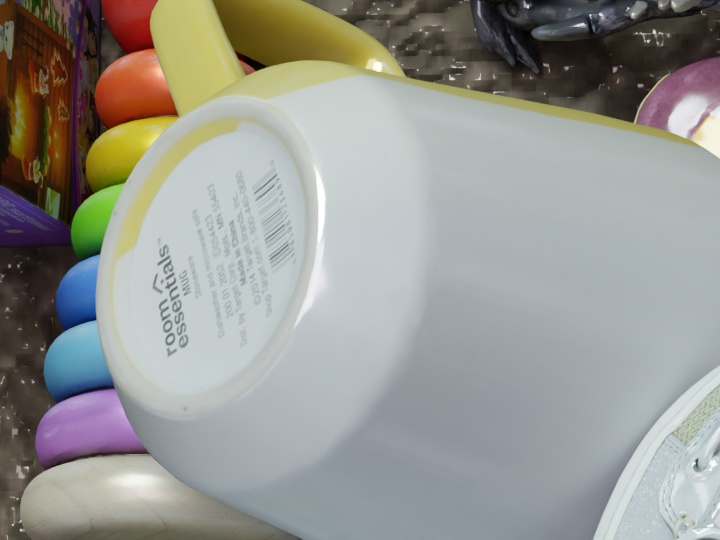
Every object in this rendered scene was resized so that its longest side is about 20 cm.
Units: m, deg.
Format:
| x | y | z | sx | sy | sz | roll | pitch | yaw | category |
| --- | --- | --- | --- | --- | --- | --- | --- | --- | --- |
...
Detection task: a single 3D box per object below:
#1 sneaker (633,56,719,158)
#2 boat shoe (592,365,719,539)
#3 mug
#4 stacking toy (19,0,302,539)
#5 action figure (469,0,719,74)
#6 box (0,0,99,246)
| x | y | z | sx | sy | sz | roll | pitch | yaw | category |
| --- | --- | --- | --- | --- | --- | --- | --- | --- | --- |
| 0.164 | -0.005 | 0.822 | 0.200 | 0.090 | 0.075 | 32 | 87 | 13 | sneaker |
| 0.126 | 0.044 | 0.726 | 0.074 | 0.065 | 0.202 | 43 | 80 | -10 | boat shoe |
| 0.000 | 0.009 | 0.789 | 0.186 | 0.153 | 0.150 | 22 | 93 | 46 | mug |
| -0.056 | -0.014 | 0.877 | 0.085 | 0.085 | 0.201 | -2 | 73 | 10 | stacking toy |
| 0.083 | -0.121 | 0.850 | 0.200 | 0.102 | 0.119 | 2 | 118 | 48 | action figure |
| -0.113 | -0.116 | 0.867 | 0.039 | 0.137 | 0.201 | -2 | 81 | 11 | box |
